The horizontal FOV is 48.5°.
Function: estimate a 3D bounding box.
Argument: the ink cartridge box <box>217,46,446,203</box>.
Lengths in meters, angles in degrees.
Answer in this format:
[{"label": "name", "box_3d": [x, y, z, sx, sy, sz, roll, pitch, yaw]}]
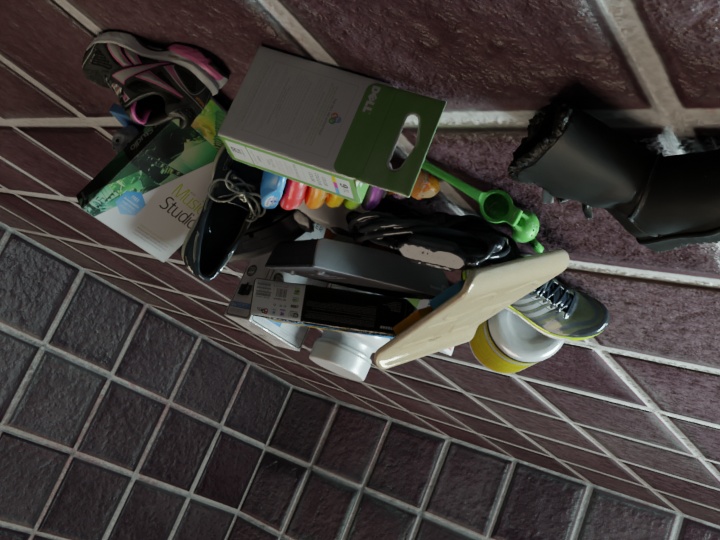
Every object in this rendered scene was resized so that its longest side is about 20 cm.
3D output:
[{"label": "ink cartridge box", "box_3d": [-0.025, -0.134, 0.775, 0.199, 0.104, 0.059, 19, 165, 14]}]

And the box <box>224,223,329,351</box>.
[{"label": "box", "box_3d": [-0.106, 0.004, 1.192, 0.060, 0.201, 0.117, 6, 156, 45]}]

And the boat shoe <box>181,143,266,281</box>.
[{"label": "boat shoe", "box_3d": [-0.156, -0.082, 0.961, 0.075, 0.201, 0.062, 28, -176, -31]}]

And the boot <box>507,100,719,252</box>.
[{"label": "boot", "box_3d": [0.221, -0.086, 0.645, 0.162, 0.074, 0.198, 29, 165, -7]}]

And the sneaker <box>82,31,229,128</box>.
[{"label": "sneaker", "box_3d": [-0.248, -0.208, 0.894, 0.199, 0.087, 0.080, 14, 161, 35]}]

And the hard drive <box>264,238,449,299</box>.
[{"label": "hard drive", "box_3d": [0.000, 0.000, 0.970, 0.199, 0.043, 0.135, 14, 172, -32]}]

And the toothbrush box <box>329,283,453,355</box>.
[{"label": "toothbrush box", "box_3d": [0.060, 0.062, 1.341, 0.199, 0.087, 0.146, 16, 170, 21]}]

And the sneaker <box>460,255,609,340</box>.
[{"label": "sneaker", "box_3d": [0.229, 0.030, 1.029, 0.199, 0.074, 0.081, 21, 161, 1]}]

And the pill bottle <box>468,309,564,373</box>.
[{"label": "pill bottle", "box_3d": [0.219, 0.089, 1.161, 0.112, 0.113, 0.200, 23, 165, 1]}]

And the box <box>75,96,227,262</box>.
[{"label": "box", "box_3d": [-0.223, -0.116, 0.977, 0.036, 0.200, 0.144, 49, -175, 39]}]

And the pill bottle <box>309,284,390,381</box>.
[{"label": "pill bottle", "box_3d": [0.002, 0.057, 1.208, 0.119, 0.201, 0.120, 22, 166, 6]}]

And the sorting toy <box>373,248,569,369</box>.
[{"label": "sorting toy", "box_3d": [0.127, 0.041, 0.941, 0.184, 0.037, 0.200, -12, 156, -41]}]

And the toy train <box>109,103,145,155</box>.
[{"label": "toy train", "box_3d": [-0.251, -0.152, 1.035, 0.086, 0.115, 0.200, 18, 165, 19]}]

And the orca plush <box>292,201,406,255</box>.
[{"label": "orca plush", "box_3d": [-0.017, -0.096, 1.027, 0.199, 0.071, 0.106, 18, 120, 6]}]

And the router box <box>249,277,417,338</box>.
[{"label": "router box", "box_3d": [-0.029, 0.054, 1.058, 0.199, 0.051, 0.149, 8, 174, 11]}]

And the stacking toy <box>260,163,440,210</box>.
[{"label": "stacking toy", "box_3d": [-0.006, -0.108, 0.892, 0.199, 0.110, 0.116, 11, 169, -12]}]

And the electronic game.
[{"label": "electronic game", "box_3d": [-0.156, -0.063, 1.094, 0.199, 0.200, 0.042, 11, 125, 40]}]

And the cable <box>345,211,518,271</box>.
[{"label": "cable", "box_3d": [0.079, -0.047, 0.914, 0.199, 0.051, 0.163, 12, -163, 23]}]

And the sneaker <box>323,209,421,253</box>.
[{"label": "sneaker", "box_3d": [0.046, -0.041, 1.092, 0.199, 0.076, 0.092, 5, 179, 41]}]

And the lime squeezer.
[{"label": "lime squeezer", "box_3d": [0.157, -0.067, 0.890, 0.199, 0.038, 0.071, 31, -165, -28]}]
